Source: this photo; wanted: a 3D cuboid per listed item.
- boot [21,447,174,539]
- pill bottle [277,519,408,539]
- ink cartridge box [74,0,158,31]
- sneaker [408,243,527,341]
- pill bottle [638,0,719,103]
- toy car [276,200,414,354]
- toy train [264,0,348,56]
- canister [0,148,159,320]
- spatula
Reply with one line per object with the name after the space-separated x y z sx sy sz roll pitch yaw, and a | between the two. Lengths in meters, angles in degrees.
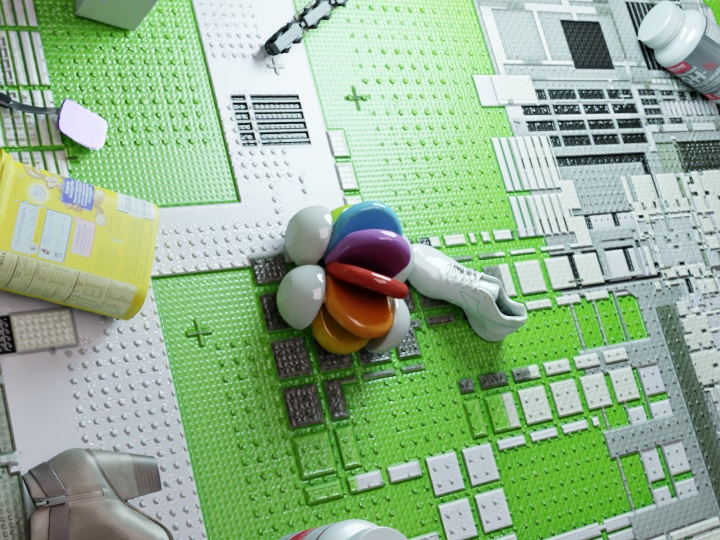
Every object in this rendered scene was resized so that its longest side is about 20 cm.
-0.273 0.284 1.113 0.146 0.070 0.200 -8 75 -28 | boot
-0.025 0.334 1.160 0.112 0.200 0.113 12 66 -28 | pill bottle
-0.286 -0.423 1.320 0.084 0.145 0.200 11 67 -30 | ink cartridge box
0.147 0.020 1.466 0.200 0.080 0.071 34 59 -15 | sneaker
0.594 -0.391 1.885 0.200 0.111 0.111 28 59 -20 | pill bottle
0.000 0.000 1.335 0.175 0.150 0.200 18 63 -25 | toy car
-0.067 -0.360 1.497 0.200 0.046 0.034 -47 115 -33 | toy train
-0.334 -0.034 1.179 0.200 0.087 0.149 17 64 -28 | canister
-0.391 -0.192 1.241 0.200 0.021 0.057 18 51 -23 | spatula
